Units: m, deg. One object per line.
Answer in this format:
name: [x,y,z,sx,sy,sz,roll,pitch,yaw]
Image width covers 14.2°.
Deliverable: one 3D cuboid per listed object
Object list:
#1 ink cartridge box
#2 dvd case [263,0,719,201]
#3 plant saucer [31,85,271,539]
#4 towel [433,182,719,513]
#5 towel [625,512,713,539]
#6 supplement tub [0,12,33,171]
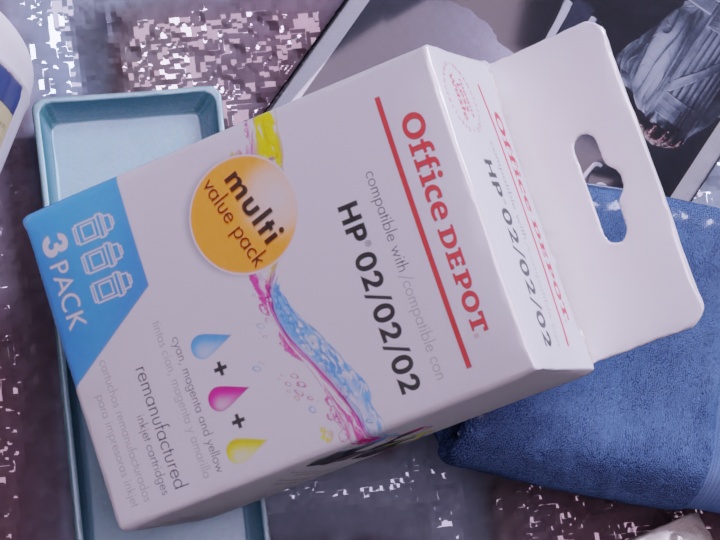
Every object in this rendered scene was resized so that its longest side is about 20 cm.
ink cartridge box: [0.000,0.000,0.970,0.200,0.068,0.115,-22,81,19]
dvd case: [0.067,-0.076,1.087,0.150,0.025,0.200,35,74,-2]
plant saucer: [-0.075,0.034,1.043,0.070,0.019,0.201,-5,80,-11]
towel: [0.123,0.032,1.046,0.200,0.049,0.112,11,84,-21]
towel: [0.061,0.184,1.029,0.200,0.034,0.133,-23,85,-15]
supplement tub: [-0.205,-0.008,0.963,0.144,0.144,0.200,21,75,-5]
